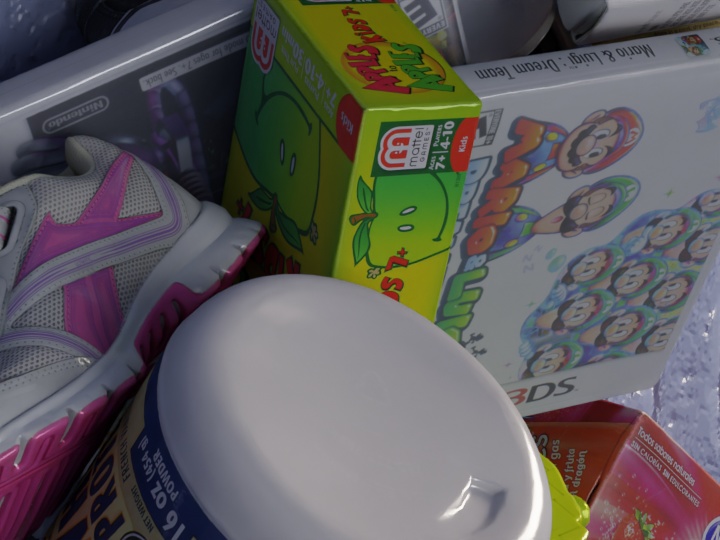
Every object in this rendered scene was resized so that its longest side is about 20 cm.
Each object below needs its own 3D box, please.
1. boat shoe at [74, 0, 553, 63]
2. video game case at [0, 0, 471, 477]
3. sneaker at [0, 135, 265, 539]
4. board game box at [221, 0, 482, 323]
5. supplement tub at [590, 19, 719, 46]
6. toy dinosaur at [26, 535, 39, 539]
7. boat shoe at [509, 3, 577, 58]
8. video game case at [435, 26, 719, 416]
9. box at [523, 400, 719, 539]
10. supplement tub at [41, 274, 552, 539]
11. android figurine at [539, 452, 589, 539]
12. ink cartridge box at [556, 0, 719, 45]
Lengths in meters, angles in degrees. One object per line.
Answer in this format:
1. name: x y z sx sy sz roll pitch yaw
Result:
1. boat shoe: -0.017 -0.108 1.113 0.199 0.068 0.072 -16 132 -25
2. video game case: -0.043 -0.027 1.084 0.199 0.023 0.183 -25 131 -11
3. sneaker: -0.115 0.022 0.967 0.082 0.088 0.200 -55 178 36
4. board game box: -0.014 0.002 1.037 0.047 0.102 0.201 -5 124 -25
5. supplement tub: 0.161 -0.143 1.203 0.144 0.144 0.201 -25 104 -38
6. toy dinosaur: -0.154 0.034 1.010 0.181 0.105 0.201 44 67 -46
7. boat shoe: 0.054 -0.113 1.202 0.074 0.065 0.200 -57 133 -17
8. video game case: 0.074 -0.010 1.119 0.181 0.024 0.201 -11 139 -29
9. box: 0.121 0.138 1.300 0.200 0.099 0.096 42 71 -42
10. supplement tub: -0.040 0.116 0.955 0.144 0.145 0.200 -5 140 -44
11. android figurine: 0.009 0.110 1.138 0.199 0.182 0.041 -18 134 -41
12. ink cartridge box: 0.167 -0.180 1.082 0.198 0.084 0.146 -11 87 -6
